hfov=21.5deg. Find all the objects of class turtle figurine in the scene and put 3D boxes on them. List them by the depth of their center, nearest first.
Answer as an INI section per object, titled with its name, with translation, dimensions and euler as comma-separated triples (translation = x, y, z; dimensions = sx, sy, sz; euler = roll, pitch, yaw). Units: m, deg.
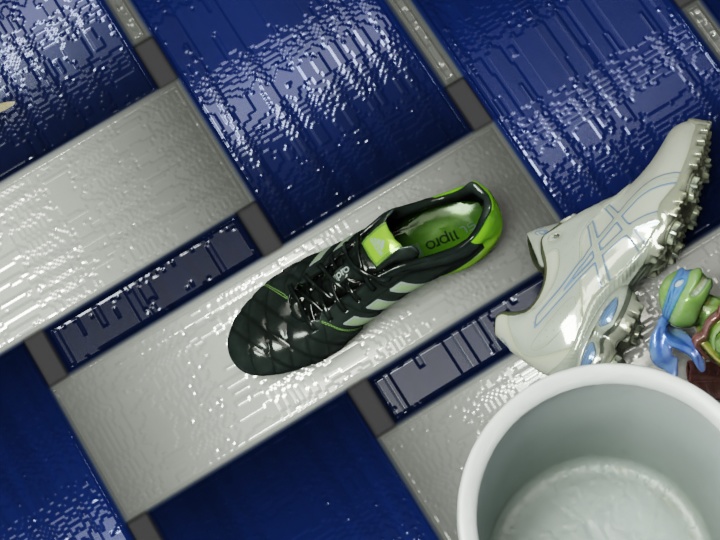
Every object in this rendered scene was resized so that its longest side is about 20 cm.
[turtle figurine]
translation = 0.293, 0.020, 1.154
dimensions = 0.194, 0.144, 0.200
euler = 34, 90, 6

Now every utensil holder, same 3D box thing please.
[utensil holder]
translation = 0.141, 0.161, 1.095
dimensions = 0.169, 0.200, 0.170
euler = -1, 72, 3

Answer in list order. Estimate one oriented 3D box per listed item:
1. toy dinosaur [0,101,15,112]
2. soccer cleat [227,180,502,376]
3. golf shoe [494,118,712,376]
[toy dinosaur]
translation = -0.313, -0.040, 1.281
dimensions = 0.101, 0.058, 0.200
euler = 27, 84, -3
[soccer cleat]
translation = 0.000, 0.000, 1.219
dimensions = 0.200, 0.081, 0.068
euler = -30, 72, -5
[golf shoe]
translation = 0.157, -0.022, 1.221
dimensions = 0.097, 0.078, 0.200
euler = 25, 74, 18
